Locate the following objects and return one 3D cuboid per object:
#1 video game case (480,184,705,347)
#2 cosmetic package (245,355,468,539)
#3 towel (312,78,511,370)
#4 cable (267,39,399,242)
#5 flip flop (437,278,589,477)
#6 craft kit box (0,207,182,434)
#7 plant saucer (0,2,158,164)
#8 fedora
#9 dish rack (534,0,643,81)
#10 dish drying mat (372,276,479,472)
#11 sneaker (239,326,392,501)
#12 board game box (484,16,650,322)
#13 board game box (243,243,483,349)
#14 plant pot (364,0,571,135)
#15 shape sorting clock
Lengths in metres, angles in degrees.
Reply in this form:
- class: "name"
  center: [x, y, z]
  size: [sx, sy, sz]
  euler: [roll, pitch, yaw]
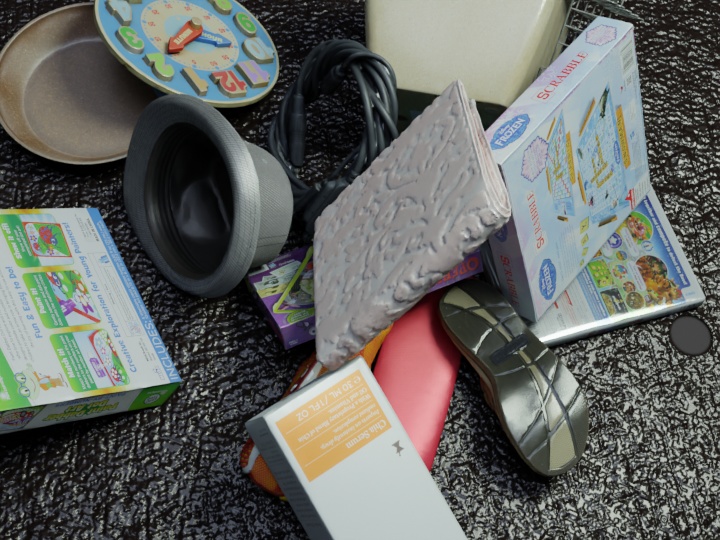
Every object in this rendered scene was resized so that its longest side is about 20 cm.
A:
- class: "video game case"
  center: [0.220, -0.006, 1.081]
  size: [0.198, 0.018, 0.144]
  euler: [-14, 64, -11]
- class: "cosmetic package"
  center: [0.002, 0.184, 0.898]
  size: [0.101, 0.071, 0.201]
  euler: [-31, 89, -22]
- class: "towel"
  center: [0.034, -0.039, 0.902]
  size: [0.032, 0.200, 0.192]
  euler: [33, 29, -26]
- class: "cable"
  center: [-0.025, -0.135, 1.042]
  size: [0.050, 0.200, 0.164]
  euler: [6, 50, -32]
- class: "flip flop"
  center: [0.136, 0.097, 1.000]
  size: [0.081, 0.058, 0.201]
  euler: [-28, 63, -14]
- class: "craft kit box"
  center: [-0.277, 0.036, 0.944]
  size: [0.197, 0.049, 0.201]
  euler: [-1, 54, -51]
- class: "plant saucer"
  center: [-0.273, -0.185, 1.124]
  size: [0.198, 0.037, 0.202]
  euler: [2, 63, -4]
- class: "fedora"
  center: [-0.132, -0.069, 1.027]
  size: [0.090, 0.179, 0.199]
  euler: [-5, 29, -42]
- class: "dish rack"
  center: [0.232, -0.222, 1.080]
  size: [0.054, 0.153, 0.202]
  euler: [23, 104, 22]
- class: "dish drying mat"
  center: [0.054, 0.085, 1.021]
  size: [0.076, 0.018, 0.202]
  euler: [17, 62, 2]
- class: "sneaker"
  center: [-0.027, 0.117, 0.981]
  size: [0.077, 0.073, 0.201]
  euler: [40, 69, -8]
- class: "board game box"
  center: [0.188, -0.090, 1.002]
  size: [0.041, 0.201, 0.200]
  euler: [25, 59, 38]
- class: "board game box"
  center: [0.000, 0.000, 1.021]
  size: [0.198, 0.033, 0.120]
  euler: [-20, 28, -13]
- class: "plant pot"
  center: [0.099, -0.223, 1.084]
  size: [0.198, 0.200, 0.179]
  euler: [10, 75, 10]
- class: "shape sorting clock"
  center: [-0.174, -0.241, 1.123]
  size: [0.198, 0.039, 0.201]
  euler: [20, 45, -22]
